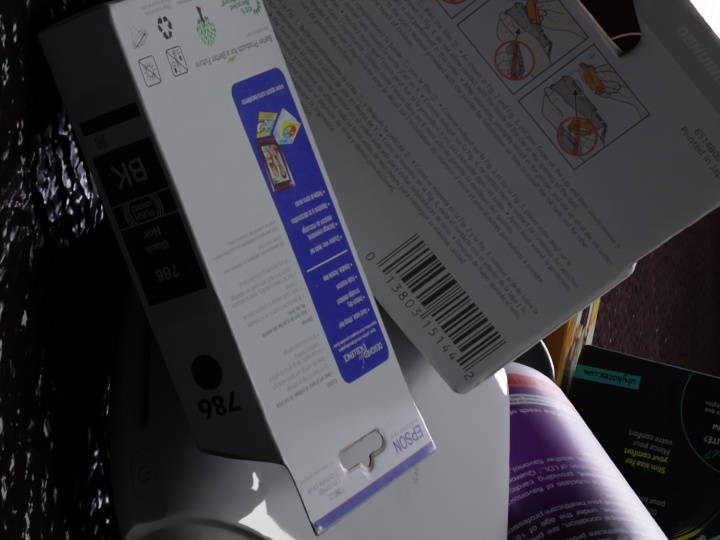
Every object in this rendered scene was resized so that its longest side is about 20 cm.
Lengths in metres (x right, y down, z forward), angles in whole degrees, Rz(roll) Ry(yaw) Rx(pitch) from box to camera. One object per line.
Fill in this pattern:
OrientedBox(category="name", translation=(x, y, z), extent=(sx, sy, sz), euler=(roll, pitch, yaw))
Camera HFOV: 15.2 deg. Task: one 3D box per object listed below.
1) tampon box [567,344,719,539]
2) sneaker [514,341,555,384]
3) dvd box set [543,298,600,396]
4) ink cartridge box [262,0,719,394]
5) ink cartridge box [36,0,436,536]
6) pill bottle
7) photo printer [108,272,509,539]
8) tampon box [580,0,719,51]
OrientedBox(category="tampon box", translation=(0.177, 0.163, 1.558), extent=(0.126, 0.149, 0.201), euler=(42, 63, -75))
OrientedBox(category="sneaker", translation=(0.000, 0.001, 1.295), extent=(0.067, 0.108, 0.202), euler=(-33, 91, -50))
OrientedBox(category="dvd box set", translation=(0.113, 0.052, 1.579), extent=(0.146, 0.029, 0.201), euler=(-53, 154, -64))
OrientedBox(category="ink cartridge box", translation=(0.044, -0.079, 1.041), extent=(0.200, 0.176, 0.045), euler=(50, 23, -7))
OrientedBox(category="ink cartridge box", translation=(-0.042, -0.007, 0.979), extent=(0.099, 0.039, 0.201), euler=(-27, 97, -59))
OrientedBox(category="pill bottle", translation=(0.079, 0.135, 1.173), extent=(0.200, 0.112, 0.113), euler=(-124, -160, -49))
OrientedBox(category="photo printer", translation=(-0.021, 0.066, 1.075), extent=(0.200, 0.069, 0.167), euler=(37, 45, -40))
OrientedBox(category="tampon box", translation=(0.061, -0.104, 1.130), extent=(0.200, 0.150, 0.126), euler=(52, 22, -9))
